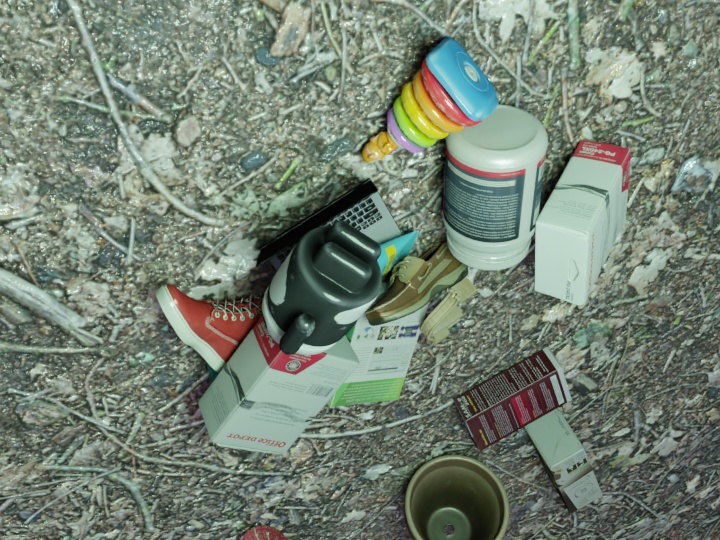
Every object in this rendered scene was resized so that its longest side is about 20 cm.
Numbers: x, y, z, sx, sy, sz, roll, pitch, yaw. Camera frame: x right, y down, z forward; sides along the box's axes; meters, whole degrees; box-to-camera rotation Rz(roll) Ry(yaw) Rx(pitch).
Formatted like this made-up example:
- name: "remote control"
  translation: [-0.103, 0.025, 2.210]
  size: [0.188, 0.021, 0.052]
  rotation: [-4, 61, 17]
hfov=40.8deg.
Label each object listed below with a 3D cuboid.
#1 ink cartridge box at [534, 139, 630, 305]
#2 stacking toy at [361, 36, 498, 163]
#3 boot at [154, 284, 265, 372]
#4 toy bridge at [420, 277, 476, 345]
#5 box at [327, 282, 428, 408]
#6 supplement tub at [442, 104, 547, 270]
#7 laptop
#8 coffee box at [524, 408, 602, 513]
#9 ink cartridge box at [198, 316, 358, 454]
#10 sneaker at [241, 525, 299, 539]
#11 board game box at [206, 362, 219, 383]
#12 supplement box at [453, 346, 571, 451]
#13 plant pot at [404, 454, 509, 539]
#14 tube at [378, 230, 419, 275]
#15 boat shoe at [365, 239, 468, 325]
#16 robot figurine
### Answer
- name: "ink cartridge box"
  translation: [0.328, -0.072, 1.432]
  size: [0.201, 0.082, 0.146]
  rotation: [-54, 149, -36]
- name: "stacking toy"
  translation: [0.074, -0.199, 1.270]
  size: [0.199, 0.116, 0.110]
  rotation: [-36, 99, 32]
- name: "boot"
  translation: [-0.191, 0.052, 1.374]
  size: [0.143, 0.073, 0.200]
  rotation: [-33, 143, 3]
- name: "toy bridge"
  translation: [0.127, 0.077, 1.512]
  size: [0.067, 0.027, 0.200]
  rotation: [-32, 164, -21]
- name: "box"
  translation: [0.025, 0.115, 1.508]
  size: [0.143, 0.036, 0.202]
  rotation: [0, 114, -40]
- name: "supplement tub"
  translation: [0.185, -0.116, 1.359]
  size: [0.139, 0.141, 0.202]
  rotation: [-14, 133, -14]
- name: "laptop"
  translation: [-0.036, -0.030, 1.343]
  size: [0.186, 0.116, 0.201]
  rotation: [-31, 135, 3]
- name: "coffee box"
  translation: [0.402, 0.377, 1.911]
  size: [0.079, 0.114, 0.201]
  rotation: [-30, 134, 1]
- name: "ink cartridge box"
  translation: [-0.122, 0.164, 1.409]
  size: [0.144, 0.084, 0.201]
  rotation: [19, 119, -42]
- name: "sneaker"
  translation: [-0.157, 0.541, 1.805]
  size: [0.074, 0.081, 0.200]
  rotation: [-37, 135, 11]
- name: "board game box"
  translation: [-0.115, 0.144, 1.504]
  size: [0.199, 0.047, 0.151]
  rotation: [-33, 135, 4]
- name: "supplement box"
  translation: [0.278, 0.236, 1.765]
  size: [0.198, 0.061, 0.109]
  rotation: [-29, 134, -2]
- name: "plant pot"
  translation: [0.179, 0.478, 1.855]
  size: [0.198, 0.202, 0.175]
  rotation: [-18, 151, -10]
- name: "tube"
  translation: [0.000, 0.000, 1.407]
  size: [0.199, 0.051, 0.078]
  rotation: [-27, 162, -29]
- name: "boat shoe"
  translation: [0.076, 0.016, 1.438]
  size: [0.199, 0.075, 0.075]
  rotation: [-32, -173, -40]
- name: "robot figurine"
  translation: [-0.052, 0.024, 1.242]
  size: [0.149, 0.126, 0.200]
  rotation: [-14, 156, -37]
